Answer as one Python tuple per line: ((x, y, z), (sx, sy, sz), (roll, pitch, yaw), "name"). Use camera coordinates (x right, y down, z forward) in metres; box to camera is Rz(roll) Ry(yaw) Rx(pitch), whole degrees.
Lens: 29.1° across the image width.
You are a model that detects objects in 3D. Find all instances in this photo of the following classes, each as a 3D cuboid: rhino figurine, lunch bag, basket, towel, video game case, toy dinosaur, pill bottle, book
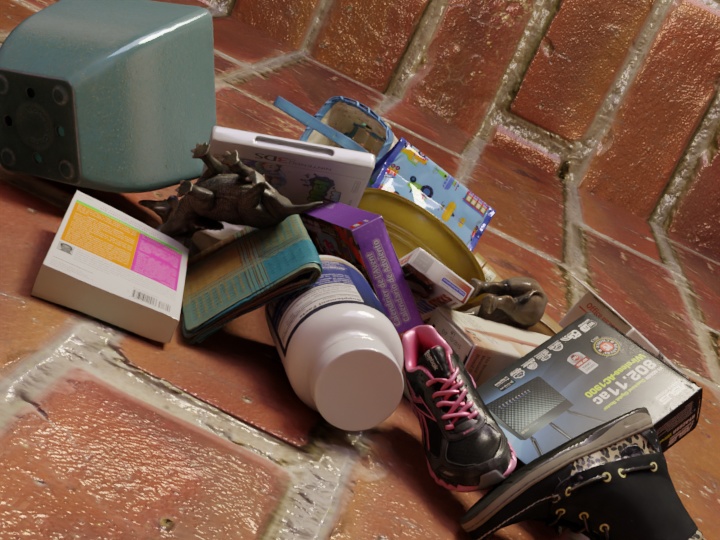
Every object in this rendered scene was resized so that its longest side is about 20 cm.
((0.142, 0.063, 1.555), (0.087, 0.200, 0.060), (0, 64, -21), "rhino figurine")
((0.048, -0.054, 1.749), (0.150, 0.094, 0.200), (38, -30, -9), "lunch bag")
((-0.033, -0.205, 2.201), (0.176, 0.139, 0.200), (36, 8, 32), "basket")
((-0.154, -0.041, 1.552), (0.200, 0.060, 0.087), (23, 11, -4), "rhino figurine")
((-0.115, 0.000, 1.386), (0.022, 0.146, 0.200), (62, 0, -21), "towel")
((-0.093, -0.088, 1.586), (0.182, 0.200, 0.024), (9, 61, -9), "video game case")
((-0.124, -0.075, 1.422), (0.199, 0.077, 0.102), (-5, -30, 18), "toy dinosaur")
((-0.022, 0.070, 1.311), (0.111, 0.111, 0.200), (20, 16, -20), "pill bottle")
((-0.234, -0.004, 1.339), (0.133, 0.048, 0.200), (23, 17, -11), "book")

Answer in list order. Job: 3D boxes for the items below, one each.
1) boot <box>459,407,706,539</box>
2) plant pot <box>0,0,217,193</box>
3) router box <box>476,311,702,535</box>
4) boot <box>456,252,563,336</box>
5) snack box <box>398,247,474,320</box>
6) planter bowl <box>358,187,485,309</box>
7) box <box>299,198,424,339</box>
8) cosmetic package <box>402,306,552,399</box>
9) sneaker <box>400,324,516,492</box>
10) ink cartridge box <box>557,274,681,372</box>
((0.201, 0.224, 1.192), (0.203, 0.073, 0.154), (-25, 82, -23), "boot")
((-0.296, -0.186, 1.533), (0.196, 0.196, 0.200), (13, 26, 26), "plant pot")
((0.208, 0.142, 1.339), (0.200, 0.062, 0.150), (-32, 49, -27), "router box")
((0.192, 0.077, 1.742), (0.200, 0.066, 0.175), (41, -12, 4), "boot")
((0.062, 0.018, 1.490), (0.072, 0.024, 0.200), (36, -13, -5), "snack box")
((0.044, 0.000, 1.652), (0.200, 0.084, 0.201), (32, -23, 16), "planter bowl")
((0.000, 0.000, 1.488), (0.137, 0.039, 0.200), (67, -13, -14), "box")
((0.154, 0.118, 1.464), (0.200, 0.104, 0.087), (14, 19, -34), "cosmetic package")
((0.078, 0.118, 1.251), (0.079, 0.096, 0.200), (-22, 32, -5), "sneaker")
((0.330, 0.102, 1.772), (0.200, 0.068, 0.116), (40, 4, -33), "ink cartridge box")
